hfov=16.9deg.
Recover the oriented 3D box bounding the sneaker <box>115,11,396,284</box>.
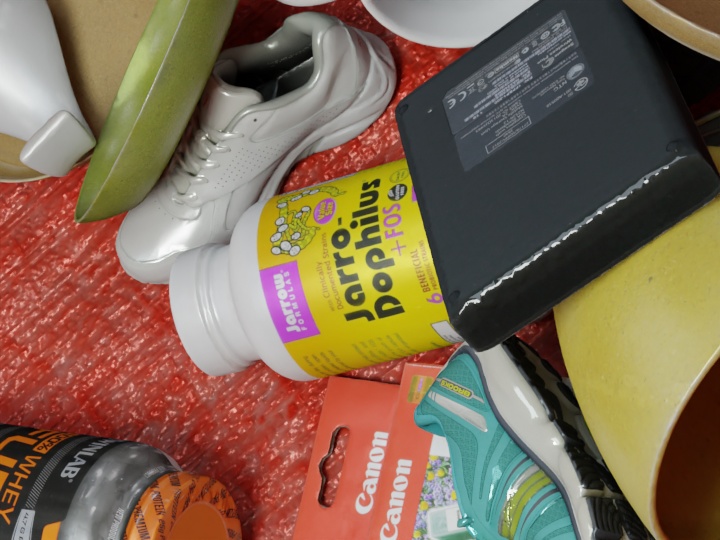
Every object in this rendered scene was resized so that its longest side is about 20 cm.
[{"bbox_3d":[-0.077,-0.078,1.387,0.200,0.099,0.078,-46,58,5],"label":"sneaker"}]

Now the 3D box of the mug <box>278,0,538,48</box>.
[{"bbox_3d":[0.022,-0.220,1.358,0.200,0.148,0.175,-32,42,10],"label":"mug"}]

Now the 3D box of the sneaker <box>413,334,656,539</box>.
[{"bbox_3d":[0.091,0.117,1.193,0.080,0.077,0.200,-43,49,16],"label":"sneaker"}]

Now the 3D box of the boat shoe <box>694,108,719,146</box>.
[{"bbox_3d":[0.250,-0.082,1.238,0.202,0.072,0.060,-25,67,21],"label":"boat shoe"}]

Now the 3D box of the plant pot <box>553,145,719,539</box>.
[{"bbox_3d":[0.173,0.019,1.167,0.200,0.200,0.142,-47,54,4],"label":"plant pot"}]

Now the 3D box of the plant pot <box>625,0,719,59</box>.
[{"bbox_3d":[0.198,-0.155,1.203,0.200,0.200,0.028,50,140,32],"label":"plant pot"}]

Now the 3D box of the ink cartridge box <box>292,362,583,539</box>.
[{"bbox_3d":[0.051,0.108,1.279,0.200,0.050,0.109,5,74,27],"label":"ink cartridge box"}]

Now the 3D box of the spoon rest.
[{"bbox_3d":[-0.213,-0.115,1.475,0.099,0.061,0.200,-45,45,4],"label":"spoon rest"}]

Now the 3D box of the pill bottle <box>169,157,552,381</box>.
[{"bbox_3d":[0.000,0.000,1.316,0.200,0.104,0.104,-16,65,22],"label":"pill bottle"}]

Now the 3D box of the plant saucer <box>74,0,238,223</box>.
[{"bbox_3d":[-0.108,-0.113,1.364,0.031,0.200,0.200,24,80,-12],"label":"plant saucer"}]

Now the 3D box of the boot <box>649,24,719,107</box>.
[{"bbox_3d":[0.138,-0.130,1.327,0.200,0.077,0.138,-26,34,36],"label":"boot"}]

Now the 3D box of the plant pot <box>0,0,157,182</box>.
[{"bbox_3d":[-0.192,-0.145,1.515,0.200,0.027,0.200,-9,68,24],"label":"plant pot"}]

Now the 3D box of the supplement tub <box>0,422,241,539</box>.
[{"bbox_3d":[-0.174,0.149,1.338,0.200,0.123,0.123,5,74,28],"label":"supplement tub"}]

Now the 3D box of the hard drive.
[{"bbox_3d":[0.090,-0.061,1.178,0.140,0.033,0.200,-35,30,14],"label":"hard drive"}]
